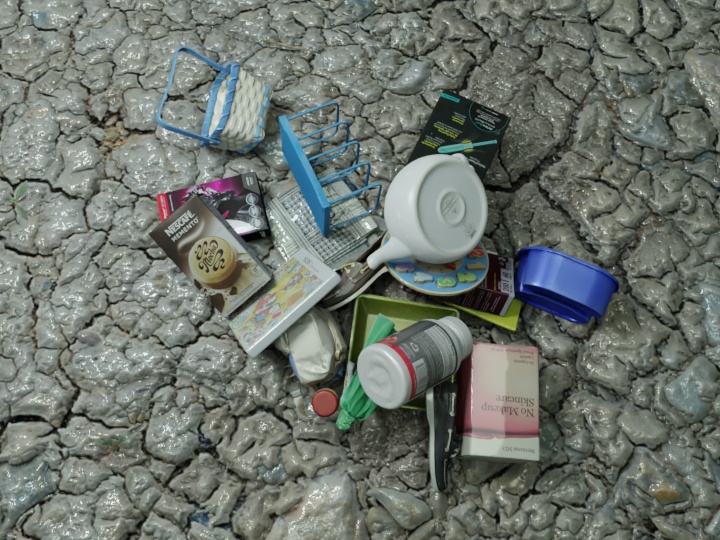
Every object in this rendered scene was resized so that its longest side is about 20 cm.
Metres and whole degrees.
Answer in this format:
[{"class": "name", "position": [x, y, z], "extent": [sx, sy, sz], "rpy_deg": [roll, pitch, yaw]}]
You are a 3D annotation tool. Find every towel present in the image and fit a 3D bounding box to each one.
[{"class": "towel", "position": [-0.080, -0.087, 1.317], "extent": [0.192, 0.035, 0.200], "rpy_deg": [-31, 78, -14]}, {"class": "towel", "position": [0.208, 0.053, 1.285], "extent": [0.200, 0.018, 0.086], "rpy_deg": [22, 44, 6]}]

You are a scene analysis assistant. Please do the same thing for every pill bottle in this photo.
[{"class": "pill bottle", "position": [0.100, 0.147, 1.130], "extent": [0.200, 0.111, 0.111], "rpy_deg": [-20, 73, -41]}]

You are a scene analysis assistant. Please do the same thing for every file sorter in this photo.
[{"class": "file sorter", "position": [-0.058, -0.196, 1.270], "extent": [0.123, 0.139, 0.200], "rpy_deg": [-24, 75, -11]}]

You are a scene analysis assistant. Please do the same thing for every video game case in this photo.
[{"class": "video game case", "position": [-0.144, 0.050, 1.188], "extent": [0.200, 0.182, 0.023], "rpy_deg": [-42, 117, -7]}]

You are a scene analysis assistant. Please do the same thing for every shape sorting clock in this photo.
[{"class": "shape sorting clock", "position": [0.136, -0.031, 1.220], "extent": [0.200, 0.039, 0.200], "rpy_deg": [8, 44, -7]}]

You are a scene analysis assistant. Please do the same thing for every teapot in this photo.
[{"class": "teapot", "position": [0.115, -0.107, 1.165], "extent": [0.200, 0.146, 0.198], "rpy_deg": [-6, 94, -32]}]

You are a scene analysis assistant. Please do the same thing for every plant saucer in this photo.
[{"class": "plant saucer", "position": [0.075, 0.157, 1.247], "extent": [0.200, 0.048, 0.200], "rpy_deg": [9, 72, -3]}]

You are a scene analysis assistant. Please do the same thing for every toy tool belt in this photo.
[{"class": "toy tool belt", "position": [-0.079, 0.161, 1.199], "extent": [0.125, 0.123, 0.200], "rpy_deg": [-21, 80, 3]}]

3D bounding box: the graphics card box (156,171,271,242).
[{"class": "graphics card box", "position": [-0.281, -0.105, 1.283], "extent": [0.200, 0.051, 0.126], "rpy_deg": [-13, 75, -4]}]

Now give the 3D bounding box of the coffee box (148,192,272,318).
[{"class": "coffee box", "position": [-0.267, -0.030, 1.210], "extent": [0.113, 0.080, 0.200], "rpy_deg": [-40, 101, 2]}]

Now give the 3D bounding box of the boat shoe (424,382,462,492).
[{"class": "boat shoe", "position": [0.147, 0.291, 1.172], "extent": [0.060, 0.074, 0.200], "rpy_deg": [-4, 94, 4]}]

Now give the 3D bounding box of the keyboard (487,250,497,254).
[{"class": "keyboard", "position": [0.174, -0.030, 1.337], "extent": [0.200, 0.011, 0.056], "rpy_deg": [12, 72, -2]}]

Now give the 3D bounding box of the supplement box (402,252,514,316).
[{"class": "supplement box", "position": [0.186, 0.008, 1.267], "extent": [0.200, 0.061, 0.109], "rpy_deg": [13, 43, -2]}]

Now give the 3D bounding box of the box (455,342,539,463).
[{"class": "box", "position": [0.246, 0.240, 1.206], "extent": [0.128, 0.109, 0.200], "rpy_deg": [5, 71, -4]}]

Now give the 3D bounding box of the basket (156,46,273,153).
[{"class": "basket", "position": [-0.284, -0.322, 1.305], "extent": [0.200, 0.139, 0.177], "rpy_deg": [23, 68, -31]}]

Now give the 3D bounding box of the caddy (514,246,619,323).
[{"class": "caddy", "position": [0.388, 0.019, 1.275], "extent": [0.200, 0.141, 0.105], "rpy_deg": [23, 75, 1]}]

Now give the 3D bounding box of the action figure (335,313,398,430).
[{"class": "action figure", "position": [0.014, 0.188, 1.162], "extent": [0.118, 0.055, 0.200], "rpy_deg": [46, 60, -26]}]

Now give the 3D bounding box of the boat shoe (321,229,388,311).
[{"class": "boat shoe", "position": [0.000, 0.000, 1.268], "extent": [0.200, 0.072, 0.060], "rpy_deg": [-38, 106, -15]}]

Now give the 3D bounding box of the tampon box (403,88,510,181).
[{"class": "tampon box", "position": [0.183, -0.226, 1.339], "extent": [0.150, 0.126, 0.200], "rpy_deg": [26, 72, 4]}]
